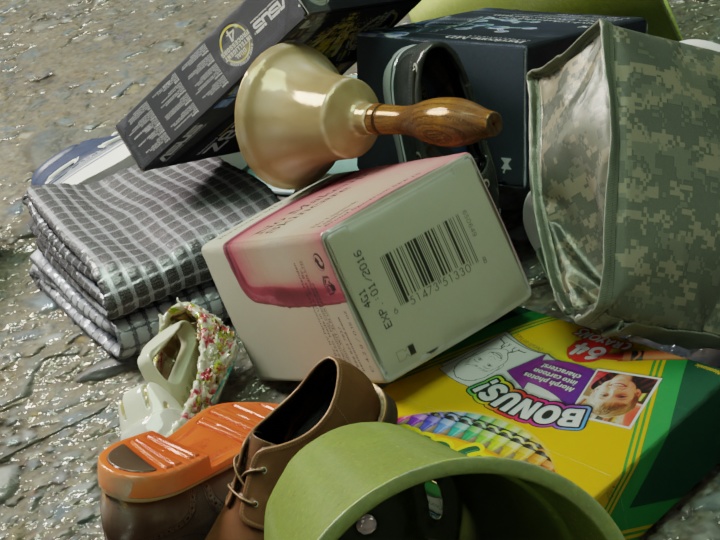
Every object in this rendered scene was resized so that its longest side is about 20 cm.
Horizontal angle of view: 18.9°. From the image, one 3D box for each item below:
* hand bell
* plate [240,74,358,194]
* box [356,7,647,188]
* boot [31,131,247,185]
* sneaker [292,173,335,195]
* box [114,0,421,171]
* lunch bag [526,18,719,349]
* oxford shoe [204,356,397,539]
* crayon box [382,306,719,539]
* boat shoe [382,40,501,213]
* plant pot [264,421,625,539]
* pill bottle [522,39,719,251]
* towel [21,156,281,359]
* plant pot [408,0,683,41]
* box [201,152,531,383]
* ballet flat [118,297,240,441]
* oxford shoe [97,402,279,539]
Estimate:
[{"bbox_3d":[0.017,-0.100,1.457,0.200,0.104,0.104,8,35,47],"label":"hand bell"},{"bbox_3d":[-0.020,-0.124,1.828,0.199,0.026,0.200,-9,31,6],"label":"plate"},{"bbox_3d":[0.110,-0.135,1.654,0.148,0.108,0.200,8,16,32],"label":"box"},{"bbox_3d":[-0.178,-0.099,1.799,0.199,0.073,0.090,-25,30,-11],"label":"boot"},{"bbox_3d":[0.017,-0.047,1.637,0.072,0.073,0.200,-33,34,-27],"label":"sneaker"},{"bbox_3d":[-0.068,-0.157,1.623,0.200,0.049,0.161,-39,-14,32],"label":"box"},{"bbox_3d":[0.202,-0.041,1.418,0.163,0.201,0.118,10,-24,-25],"label":"lunch bag"},{"bbox_3d":[-0.061,0.137,1.313,0.071,0.071,0.200,21,71,43],"label":"oxford shoe"},{"bbox_3d":[0.107,0.105,1.357,0.200,0.058,0.172,17,42,43],"label":"crayon box"},{"bbox_3d":[0.064,-0.065,1.526,0.068,0.201,0.057,-16,-2,-22],"label":"boat shoe"},{"bbox_3d":[0.028,0.168,1.186,0.199,0.201,0.190,-19,18,-10],"label":"plant pot"},{"bbox_3d":[0.207,-0.076,1.568,0.112,0.113,0.200,13,39,38],"label":"pill bottle"},{"bbox_3d":[-0.155,-0.025,1.657,0.165,0.086,0.200,-25,32,-20],"label":"towel"},{"bbox_3d":[0.145,-0.233,1.821,0.199,0.187,0.187,-23,28,11],"label":"plant pot"},{"bbox_3d":[0.000,0.000,1.462,0.128,0.109,0.200,-30,12,-25],"label":"box"},{"bbox_3d":[-0.133,0.090,1.469,0.075,0.064,0.200,-28,25,23],"label":"ballet flat"},{"bbox_3d":[-0.088,0.133,1.384,0.200,0.073,0.071,-12,24,-41],"label":"oxford shoe"}]
